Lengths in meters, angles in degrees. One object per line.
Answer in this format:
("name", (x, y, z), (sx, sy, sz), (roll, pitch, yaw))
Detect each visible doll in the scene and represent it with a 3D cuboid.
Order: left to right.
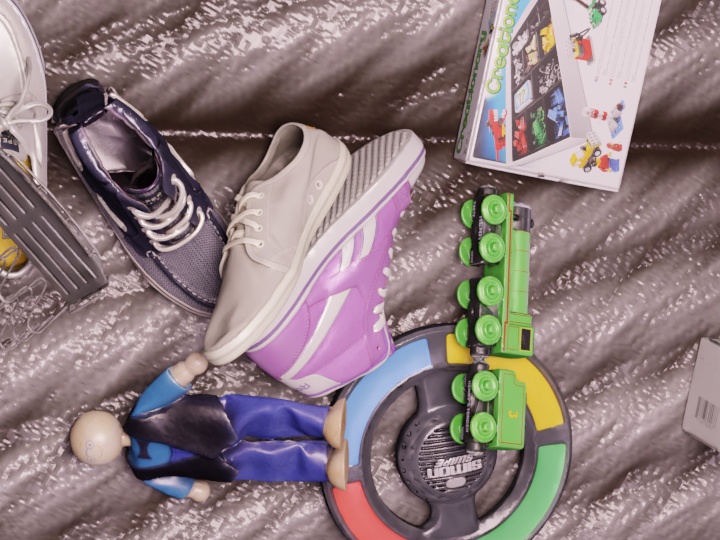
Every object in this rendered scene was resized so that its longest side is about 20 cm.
("doll", (-0.110, 0.117, 1.288), (0.199, 0.049, 0.137), (0, 126, 5))

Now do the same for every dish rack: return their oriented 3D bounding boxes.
("dish rack", (-0.267, 0.001, 1.190), (0.200, 0.055, 0.154), (-28, 111, 38))

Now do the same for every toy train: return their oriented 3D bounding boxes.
("toy train", (0.101, 0.037, 1.324), (0.056, 0.042, 0.201), (9, 80, -28))

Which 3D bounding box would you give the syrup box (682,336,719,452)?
("syrup box", (0.364, 0.108, 1.408), (0.199, 0.079, 0.082), (8, 98, -16))

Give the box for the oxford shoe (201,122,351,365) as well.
("oxford shoe", (-0.069, -0.023, 1.248), (0.058, 0.075, 0.201), (40, 58, -27))

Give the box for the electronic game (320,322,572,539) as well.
("electronic game", (0.066, 0.138, 1.358), (0.199, 0.042, 0.201), (-3, 101, -14))

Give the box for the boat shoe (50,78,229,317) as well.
("boat shoe", (-0.141, -0.040, 1.245), (0.075, 0.093, 0.200), (-41, 108, -4))

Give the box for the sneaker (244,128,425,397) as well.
("sneaker", (0.000, 0.000, 1.304), (0.114, 0.073, 0.201), (41, 84, -26))

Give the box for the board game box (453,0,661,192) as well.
("board game box", (0.151, -0.168, 1.326), (0.126, 0.035, 0.201), (10, 98, -16))

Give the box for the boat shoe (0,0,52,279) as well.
("boat shoe", (-0.246, -0.091, 1.214), (0.074, 0.086, 0.203), (-3, 102, -14))
